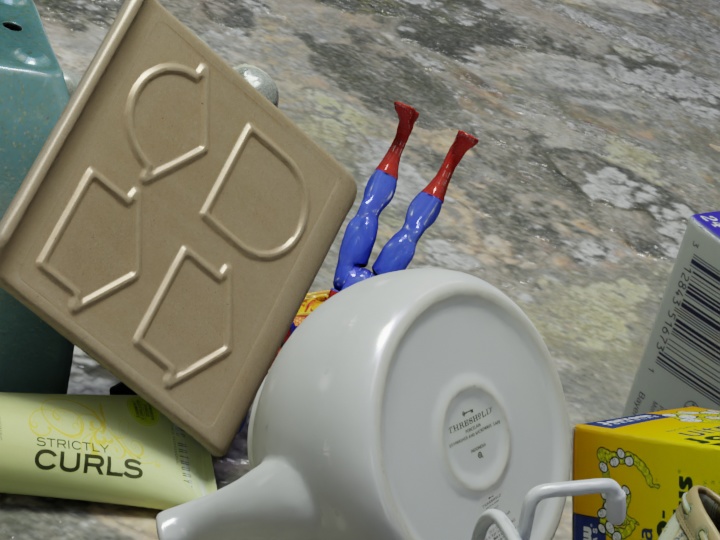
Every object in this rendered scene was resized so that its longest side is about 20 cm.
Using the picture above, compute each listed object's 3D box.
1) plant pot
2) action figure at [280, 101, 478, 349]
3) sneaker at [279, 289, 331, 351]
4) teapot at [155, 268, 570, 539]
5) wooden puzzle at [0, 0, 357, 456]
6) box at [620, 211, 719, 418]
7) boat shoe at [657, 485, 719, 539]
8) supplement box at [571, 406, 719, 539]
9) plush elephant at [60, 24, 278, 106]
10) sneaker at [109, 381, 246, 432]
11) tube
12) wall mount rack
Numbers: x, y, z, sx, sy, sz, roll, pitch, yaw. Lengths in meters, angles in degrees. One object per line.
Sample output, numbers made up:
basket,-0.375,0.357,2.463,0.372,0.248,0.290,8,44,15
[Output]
plant pot,-0.252,-0.056,1.537,0.194,0.201,0.197,8,26,-22
action figure,0.000,0.000,1.590,0.065,0.201,0.099,25,0,6
sneaker,-0.005,0.033,1.668,0.198,0.078,0.073,6,26,-6
teapot,0.011,0.093,1.474,0.145,0.199,0.200,-9,-32,43
wooden puzzle,-0.106,-0.025,1.492,0.046,0.186,0.200,-1,-35,48
box,0.269,0.062,1.671,0.199,0.185,0.105,-9,34,-45
boat shoe,0.215,0.178,1.347,0.073,0.063,0.200,8,19,-45
supplement box,0.221,0.141,1.472,0.108,0.110,0.199,-5,7,-42
plush elephant,-0.141,-0.078,1.715,0.155,0.165,0.200,38,-2,14
sneaker,-0.093,0.013,1.606,0.077,0.070,0.201,4,43,9
tube,-0.169,0.093,1.463,0.199,0.058,0.052,7,8,-29
wall mount rack,0.109,0.205,1.289,0.074,0.175,0.200,-2,30,-16
